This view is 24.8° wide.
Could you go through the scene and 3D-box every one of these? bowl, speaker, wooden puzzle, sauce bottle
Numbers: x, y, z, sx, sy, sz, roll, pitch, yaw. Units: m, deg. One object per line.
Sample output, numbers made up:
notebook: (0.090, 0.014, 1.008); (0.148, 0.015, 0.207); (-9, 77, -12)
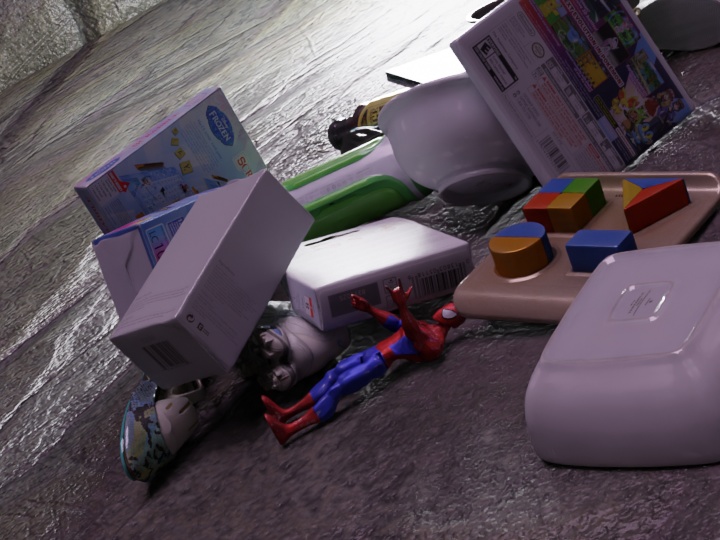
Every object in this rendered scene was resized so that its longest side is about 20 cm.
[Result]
bowl: (0.120, -0.123, 1.650); (0.200, 0.091, 0.201); (-6, -16, -2)
speaker: (-0.017, -0.086, 1.811); (0.199, 0.089, 0.089); (-23, 22, 18)
bowl: (0.221, 0.049, 1.199); (0.199, 0.075, 0.200); (-6, 35, 45)
wooden puzzle: (0.196, -0.032, 1.432); (0.185, 0.046, 0.200); (3, 39, 42)
sauce bottle: (0.033, -0.179, 1.980); (0.066, 0.066, 0.200); (-45, 18, -32)

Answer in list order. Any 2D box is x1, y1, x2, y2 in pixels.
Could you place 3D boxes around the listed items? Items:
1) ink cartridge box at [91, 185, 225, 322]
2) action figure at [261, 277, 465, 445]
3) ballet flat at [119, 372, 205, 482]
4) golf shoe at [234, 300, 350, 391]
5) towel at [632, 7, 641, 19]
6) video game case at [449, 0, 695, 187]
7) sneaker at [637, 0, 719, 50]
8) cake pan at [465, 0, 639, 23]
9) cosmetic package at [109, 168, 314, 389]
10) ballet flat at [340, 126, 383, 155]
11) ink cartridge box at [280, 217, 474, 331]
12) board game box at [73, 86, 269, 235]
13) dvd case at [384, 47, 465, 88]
ink cartridge box: (-0.177, -0.005, 1.729); (0.076, 0.137, 0.200); (-14, 9, 32)
action figure: (-0.005, 0.064, 1.453); (0.199, 0.099, 0.065); (-27, 22, 2)
ballet flat: (-0.185, 0.132, 1.577); (0.074, 0.074, 0.200); (-26, 24, 12)
golf shoe: (-0.078, 0.063, 1.609); (0.097, 0.079, 0.200); (-20, 22, -21)
towel: (0.203, -0.209, 1.709); (0.148, 0.037, 0.200); (-27, -4, -16)
video game case: (0.207, -0.186, 1.582); (0.182, 0.200, 0.023); (-38, 9, -19)
sneaker: (0.355, -0.296, 1.803); (0.116, 0.074, 0.200); (-47, 25, -28)
cake pan: (0.214, -0.286, 1.781); (0.200, 0.037, 0.200); (-16, 15, 4)
cosmetic package: (-0.139, 0.007, 1.560); (0.113, 0.081, 0.200); (-16, 35, 47)
ballet flat: (0.043, -0.141, 1.888); (0.200, 0.068, 0.069); (-18, 49, 55)
ink cartridge box: (0.000, 0.000, 1.595); (0.162, 0.050, 0.200); (-16, 12, -17)
board game box: (-0.188, -0.069, 1.841); (0.199, 0.200, 0.041); (-39, 22, -24)
dvd case: (0.141, -0.238, 1.804); (0.199, 0.016, 0.149); (-22, 18, -13)
